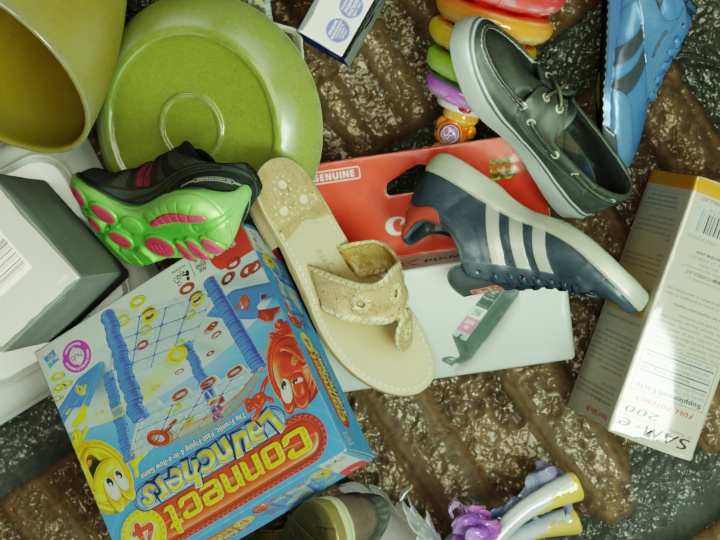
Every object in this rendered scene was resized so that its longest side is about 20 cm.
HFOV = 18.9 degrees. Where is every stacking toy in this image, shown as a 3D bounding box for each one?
[{"bbox_3d":[0.089,-0.160,1.676,0.115,0.110,0.201,16,106,-7],"label":"stacking toy"}]

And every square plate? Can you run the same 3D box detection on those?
[{"bbox_3d":[-0.272,0.001,1.721,0.199,0.028,0.199,-29,90,3],"label":"square plate"}]

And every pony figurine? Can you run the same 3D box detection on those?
[{"bbox_3d":[0.085,0.230,1.657,0.199,0.166,0.194,-25,97,-12],"label":"pony figurine"}]

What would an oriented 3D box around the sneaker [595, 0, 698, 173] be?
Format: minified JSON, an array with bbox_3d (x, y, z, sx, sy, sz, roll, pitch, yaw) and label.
[{"bbox_3d":[0.222,-0.174,1.675,0.078,0.066,0.202,5,91,-1],"label":"sneaker"}]

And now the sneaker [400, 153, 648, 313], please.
[{"bbox_3d":[0.117,-0.005,1.611,0.199,0.075,0.085,32,87,24],"label":"sneaker"}]

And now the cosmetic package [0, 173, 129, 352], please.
[{"bbox_3d":[-0.249,-0.007,1.608,0.090,0.200,0.107,-43,86,1],"label":"cosmetic package"}]

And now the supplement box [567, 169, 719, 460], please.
[{"bbox_3d":[0.235,0.031,1.642,0.073,0.126,0.201,19,92,-10],"label":"supplement box"}]

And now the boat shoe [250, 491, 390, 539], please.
[{"bbox_3d":[-0.033,0.217,1.643,0.066,0.201,0.072,-10,71,-26],"label":"boat shoe"}]

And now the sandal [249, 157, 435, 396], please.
[{"bbox_3d":[-0.004,0.003,1.608,0.078,0.070,0.212,-41,98,-31],"label":"sandal"}]

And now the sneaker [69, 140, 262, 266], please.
[{"bbox_3d":[-0.145,-0.052,1.636,0.084,0.199,0.077,-45,124,-30],"label":"sneaker"}]

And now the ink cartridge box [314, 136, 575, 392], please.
[{"bbox_3d":[0.058,-0.005,1.676,0.198,0.044,0.175,-8,107,3],"label":"ink cartridge box"}]

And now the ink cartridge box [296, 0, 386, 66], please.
[{"bbox_3d":[0.020,-0.257,1.670,0.044,0.094,0.201,29,92,2],"label":"ink cartridge box"}]

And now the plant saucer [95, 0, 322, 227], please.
[{"bbox_3d":[-0.125,-0.112,1.672,0.198,0.031,0.202,6,105,22],"label":"plant saucer"}]

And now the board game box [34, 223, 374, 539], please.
[{"bbox_3d":[-0.119,0.100,1.619,0.199,0.056,0.197,-32,68,13],"label":"board game box"}]

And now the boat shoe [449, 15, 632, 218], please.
[{"bbox_3d":[0.137,-0.118,1.613,0.056,0.069,0.200,-11,134,36],"label":"boat shoe"}]

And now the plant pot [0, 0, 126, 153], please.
[{"bbox_3d":[-0.257,-0.209,1.652,0.199,0.200,0.142,30,63,2],"label":"plant pot"}]

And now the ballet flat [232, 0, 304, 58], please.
[{"bbox_3d":[-0.081,-0.191,1.695,0.071,0.069,0.202,-12,99,-25],"label":"ballet flat"}]
